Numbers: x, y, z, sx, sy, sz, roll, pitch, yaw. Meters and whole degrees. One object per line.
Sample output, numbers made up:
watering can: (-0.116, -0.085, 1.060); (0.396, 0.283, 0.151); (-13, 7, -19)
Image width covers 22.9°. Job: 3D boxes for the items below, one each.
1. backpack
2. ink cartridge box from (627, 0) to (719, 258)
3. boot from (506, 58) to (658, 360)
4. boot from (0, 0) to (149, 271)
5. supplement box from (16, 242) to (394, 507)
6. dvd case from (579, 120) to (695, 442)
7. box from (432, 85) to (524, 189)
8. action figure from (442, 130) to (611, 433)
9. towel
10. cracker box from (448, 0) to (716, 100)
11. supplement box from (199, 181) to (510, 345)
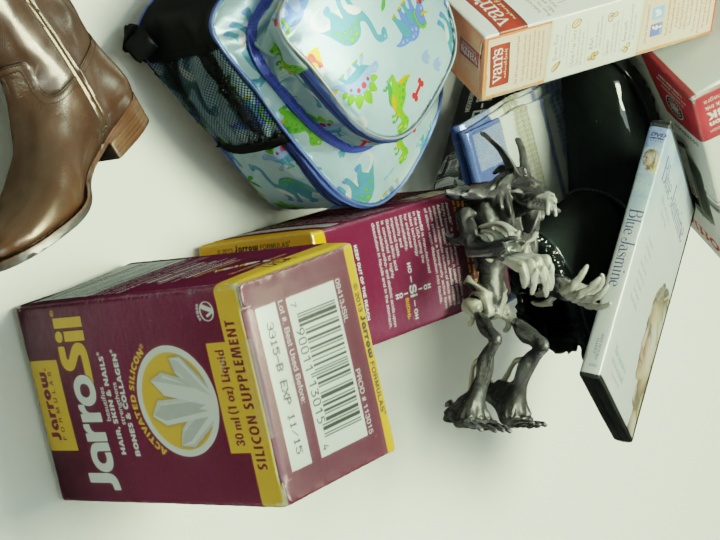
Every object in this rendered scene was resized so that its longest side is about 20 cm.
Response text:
backpack: (-0.026, -0.143, 1.200); (0.200, 0.146, 0.183); (55, 53, -33)
ink cartridge box: (0.270, -0.119, 1.381); (0.083, 0.147, 0.200); (-30, 135, -4)
boot: (0.163, -0.048, 1.324); (0.162, 0.073, 0.199); (-41, 124, -42)
boot: (-0.220, -0.122, 1.041); (0.201, 0.064, 0.187); (61, 33, -27)
supplement box: (-0.094, 0.062, 1.057); (0.103, 0.199, 0.132); (-22, 101, -46)
dvd case: (0.205, 0.011, 1.297); (0.143, 0.017, 0.201); (53, 51, -60)
box: (0.154, -0.085, 1.451); (0.200, 0.050, 0.158); (36, 59, -38)
action figure: (0.111, 0.008, 1.203); (0.119, 0.102, 0.201); (5, 90, -48)
towel: (0.148, -0.076, 1.378); (0.200, 0.024, 0.148); (-31, 110, -42)
cracker box: (0.139, -0.202, 1.285); (0.199, 0.134, 0.058); (-19, 134, -21)
supplement box: (0.000, 0.000, 1.236); (0.200, 0.110, 0.086); (-18, 100, -48)
